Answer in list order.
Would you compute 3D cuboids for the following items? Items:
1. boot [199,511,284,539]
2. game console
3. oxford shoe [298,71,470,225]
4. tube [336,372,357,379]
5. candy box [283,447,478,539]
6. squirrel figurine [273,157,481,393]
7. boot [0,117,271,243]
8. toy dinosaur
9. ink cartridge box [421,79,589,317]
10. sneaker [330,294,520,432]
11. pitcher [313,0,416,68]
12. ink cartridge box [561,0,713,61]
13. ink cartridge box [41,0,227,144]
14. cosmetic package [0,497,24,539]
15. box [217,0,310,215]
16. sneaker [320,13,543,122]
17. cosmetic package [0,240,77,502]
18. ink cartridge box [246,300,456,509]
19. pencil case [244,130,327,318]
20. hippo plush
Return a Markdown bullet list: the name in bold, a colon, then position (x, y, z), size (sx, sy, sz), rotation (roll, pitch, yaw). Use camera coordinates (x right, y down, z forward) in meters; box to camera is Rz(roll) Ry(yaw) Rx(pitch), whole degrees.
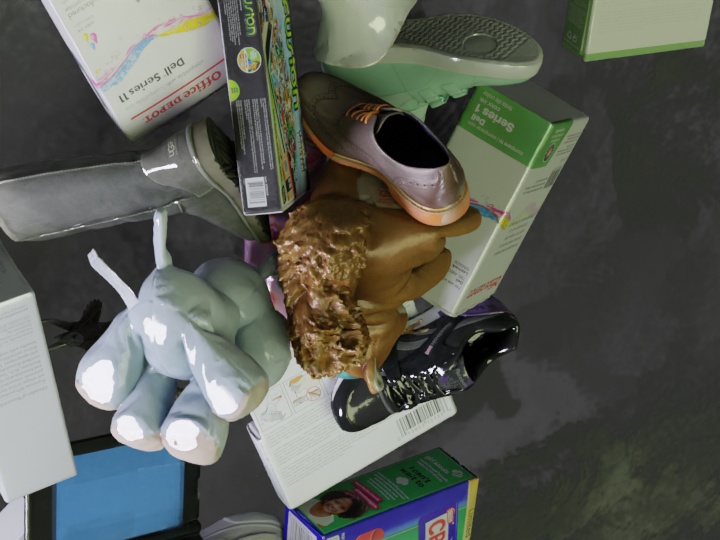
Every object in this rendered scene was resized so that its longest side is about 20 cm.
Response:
- **boot**: position (-0.149, 0.308, 1.809), size (0.198, 0.096, 0.074), rotation (-17, 127, -23)
- **game console**: position (-0.203, 0.250, 1.686), size (0.199, 0.176, 0.117), rotation (-9, 140, -41)
- **oxford shoe**: position (0.015, -0.121, 1.529), size (0.071, 0.199, 0.073), rotation (-42, 150, -21)
- **tube**: position (0.000, 0.000, 1.702), size (0.050, 0.077, 0.202), rotation (4, 111, -26)
- **candy box**: position (0.018, 0.294, 1.899), size (0.199, 0.077, 0.171), rotation (-18, 126, -33)
- **squirrel figurine**: position (-0.011, 0.017, 1.574), size (0.200, 0.141, 0.188), rotation (-31, 145, -48)
- **boot**: position (-0.190, -0.054, 1.533), size (0.198, 0.073, 0.182), rotation (-19, 146, 11)
- **toy dinosaur**: position (-0.197, 0.082, 1.655), size (0.200, 0.101, 0.078), rotation (57, 44, -52)
- **ink cartridge box**: position (0.117, -0.071, 1.693), size (0.201, 0.084, 0.145), rotation (-63, 166, 16)
- **sneaker**: position (0.063, 0.092, 1.753), size (0.199, 0.088, 0.076), rotation (-37, 122, -7)
- **pitcher**: position (-0.002, -0.297, 1.512), size (0.172, 0.120, 0.201), rotation (-53, 140, -34)
- **ink cartridge box**: position (0.272, -0.300, 1.706), size (0.144, 0.048, 0.202), rotation (-10, 123, -26)
- **ink cartridge box**: position (-0.174, -0.189, 1.496), size (0.117, 0.067, 0.201), rotation (-34, 131, -7)
- **cosmetic package**: position (-0.353, 0.306, 1.715), size (0.200, 0.051, 0.083), rotation (-46, 135, 2)
- **box**: position (-0.079, -0.155, 1.505), size (0.034, 0.110, 0.202), rotation (-4, 102, 12)
- **sneaker**: position (0.067, -0.158, 1.609), size (0.198, 0.074, 0.119), rotation (4, 130, 18)
- **cosmetic package**: position (-0.307, 0.086, 1.569), size (0.071, 0.101, 0.201), rotation (-20, 128, -19)
- **ink cartridge box**: position (-0.020, 0.114, 1.799), size (0.199, 0.044, 0.175), rotation (-29, 119, -12)
- **pencil case**: position (-0.070, -0.030, 1.653), size (0.087, 0.087, 0.202), rotation (-14, 125, -23)
- **hippo plush**: position (-0.145, 0.056, 1.553), size (0.158, 0.161, 0.201), rotation (-28, 91, 24)
